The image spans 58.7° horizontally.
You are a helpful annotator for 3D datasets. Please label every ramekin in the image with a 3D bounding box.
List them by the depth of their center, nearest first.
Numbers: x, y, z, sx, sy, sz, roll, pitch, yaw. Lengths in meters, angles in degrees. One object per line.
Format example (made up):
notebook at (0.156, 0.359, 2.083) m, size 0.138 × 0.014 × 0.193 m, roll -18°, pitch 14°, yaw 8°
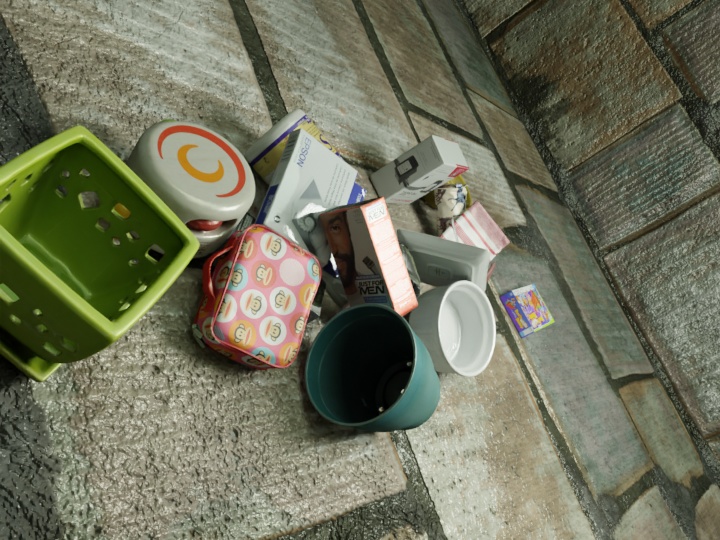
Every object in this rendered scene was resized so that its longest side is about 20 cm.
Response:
ramekin at (0.193, 0.126, 1.367) m, size 0.200 × 0.098 × 0.201 m, roll 8°, pitch 78°, yaw -43°

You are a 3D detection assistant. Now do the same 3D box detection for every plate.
plate at (0.175, -0.008, 1.386) m, size 0.200 × 0.200 × 0.032 m, roll 77°, pitch 30°, yaw -61°

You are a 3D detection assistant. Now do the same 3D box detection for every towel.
towel at (0.274, -0.060, 1.645) m, size 0.144 × 0.200 × 0.023 m, roll 48°, pitch -9°, yaw -13°

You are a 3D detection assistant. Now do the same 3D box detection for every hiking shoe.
hiking shoe at (0.056, -0.032, 1.304) m, size 0.200 × 0.076 × 0.101 m, roll 59°, pitch 18°, yaw -10°

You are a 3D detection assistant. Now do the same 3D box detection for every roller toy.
roller toy at (-0.265, -0.115, 0.959) m, size 0.182 × 0.140 × 0.200 m, roll 35°, pitch 38°, yaw -13°

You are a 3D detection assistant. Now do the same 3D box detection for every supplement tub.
supplement tub at (-0.109, -0.195, 1.247) m, size 0.200 × 0.145 × 0.145 m, roll 49°, pitch 32°, yaw -12°

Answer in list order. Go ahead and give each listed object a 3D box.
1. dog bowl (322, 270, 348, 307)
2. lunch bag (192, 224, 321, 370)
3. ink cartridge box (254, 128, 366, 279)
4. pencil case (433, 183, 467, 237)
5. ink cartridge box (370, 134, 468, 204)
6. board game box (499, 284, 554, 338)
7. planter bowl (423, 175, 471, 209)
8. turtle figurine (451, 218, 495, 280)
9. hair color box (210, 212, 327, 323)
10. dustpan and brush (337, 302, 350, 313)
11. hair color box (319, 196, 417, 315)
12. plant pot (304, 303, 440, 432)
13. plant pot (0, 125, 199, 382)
dog bowl at (0.000, 0.000, 1.306) m, size 0.200 × 0.059 × 0.200 m, roll 35°, pitch 37°, yaw -32°
lunch bag at (-0.161, 0.037, 0.963) m, size 0.176 × 0.082 × 0.200 m, roll 32°, pitch 63°, yaw -31°
ink cartridge box at (-0.072, -0.114, 1.135) m, size 0.200 × 0.041 × 0.200 m, roll 32°, pitch 64°, yaw -35°
pencil case at (0.245, -0.128, 1.683) m, size 0.078 × 0.089 × 0.201 m, roll -57°, pitch 142°, yaw -81°
ink cartridge box at (0.147, -0.247, 1.608) m, size 0.145 × 0.200 × 0.084 m, roll -5°, pitch 70°, yaw -56°
board game box at (0.502, 0.118, 1.915) m, size 0.200 × 0.045 × 0.135 m, roll -9°, pitch 69°, yaw -57°
planter bowl at (0.222, -0.236, 1.814) m, size 0.200 × 0.083 × 0.201 m, roll 34°, pitch 38°, yaw -32°
turtle figurine at (0.225, 0.015, 1.546) m, size 0.200 × 0.144 × 0.194 m, roll 29°, pitch 55°, yaw -37°
hair color box at (-0.152, 0.000, 1.089) m, size 0.200 × 0.061 × 0.099 m, roll 41°, pitch 34°, yaw -25°
dustpan and brush at (0.044, 0.109, 1.242) m, size 0.057 × 0.140 × 0.200 m, roll 36°, pitch -19°, yaw 36°
hair color box at (0.013, -0.017, 1.102) m, size 0.064 × 0.111 × 0.200 m, roll -28°, pitch 105°, yaw -41°
plant pot at (0.041, 0.182, 1.077) m, size 0.188 × 0.200 × 0.200 m, roll 40°, pitch 32°, yaw -51°
plant pot at (-0.338, -0.008, 0.715) m, size 0.199 × 0.181 × 0.200 m, roll 48°, pitch 31°, yaw -15°
